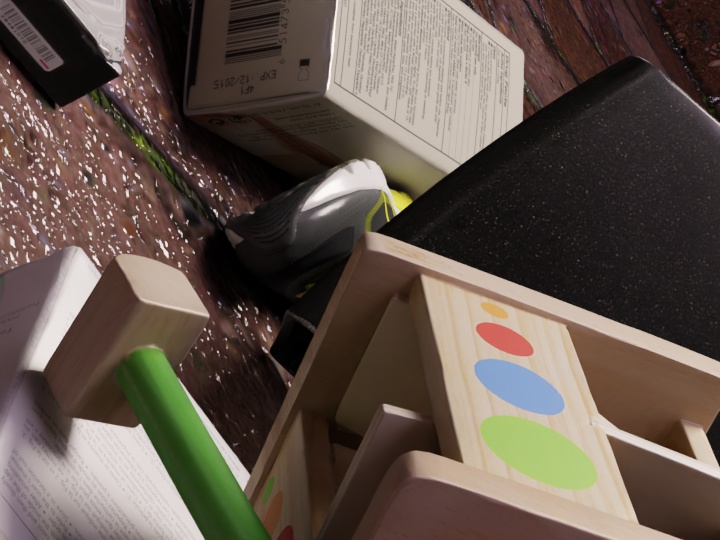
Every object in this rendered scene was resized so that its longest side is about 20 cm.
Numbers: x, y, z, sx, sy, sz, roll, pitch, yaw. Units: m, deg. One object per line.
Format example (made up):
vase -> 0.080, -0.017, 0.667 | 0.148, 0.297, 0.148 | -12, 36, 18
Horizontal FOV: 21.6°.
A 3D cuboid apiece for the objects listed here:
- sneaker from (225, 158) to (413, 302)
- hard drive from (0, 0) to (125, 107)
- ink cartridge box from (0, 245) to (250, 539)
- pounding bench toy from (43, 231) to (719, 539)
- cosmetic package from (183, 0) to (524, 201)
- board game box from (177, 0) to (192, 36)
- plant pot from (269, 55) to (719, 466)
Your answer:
sneaker -> 0.000, 0.000, 0.929 | 0.085, 0.074, 0.200 | 67, 16, 9
hard drive -> -0.151, -0.181, 0.804 | 0.140, 0.038, 0.200 | 52, 19, -37
ink cartridge box -> -0.080, 0.108, 0.582 | 0.161, 0.050, 0.200 | 57, 23, -24
pounding bench toy -> 0.005, 0.081, 0.524 | 0.200, 0.124, 0.156 | 20, 22, -13
cosmetic package -> 0.002, -0.099, 0.982 | 0.200, 0.087, 0.104 | 28, 62, -54
board game box -> -0.070, -0.177, 1.062 | 0.135, 0.028, 0.200 | 43, 26, -53
plant pot -> 0.096, 0.028, 0.791 | 0.199, 0.177, 0.200 | 41, -8, 1
